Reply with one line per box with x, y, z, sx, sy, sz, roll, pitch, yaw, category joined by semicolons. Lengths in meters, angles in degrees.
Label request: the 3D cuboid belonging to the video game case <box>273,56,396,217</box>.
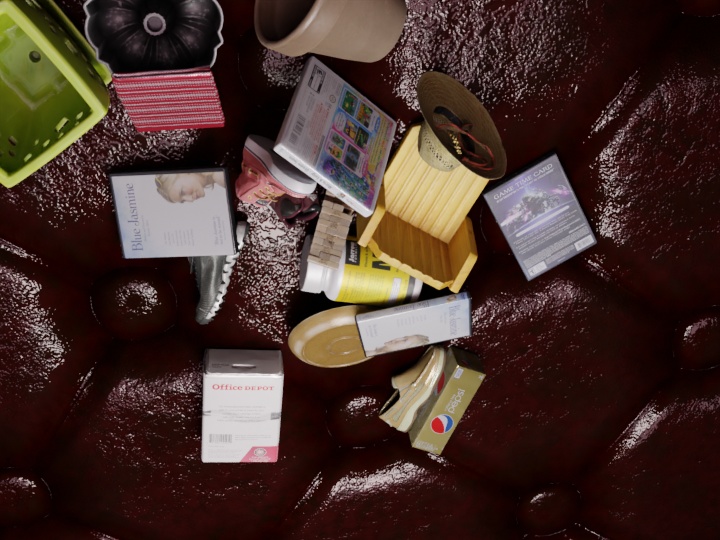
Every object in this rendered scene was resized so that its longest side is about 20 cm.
-0.033;-0.207;1.393;0.181;0.202;0.024;35;139;-24;video game case

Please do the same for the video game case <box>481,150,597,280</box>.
0.317;-0.093;1.599;0.142;0.019;0.201;-29;118;8;video game case

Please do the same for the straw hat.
0.134;-0.206;1.432;0.200;0.203;0.085;32;132;-23;straw hat

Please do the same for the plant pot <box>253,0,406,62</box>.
-0.033;-0.384;1.309;0.173;0.201;0.201;17;117;-37;plant pot

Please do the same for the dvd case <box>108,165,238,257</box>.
-0.300;-0.093;1.460;0.197;0.018;0.145;-2;110;11;dvd case

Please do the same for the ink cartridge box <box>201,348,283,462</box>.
-0.219;0.248;1.671;0.143;0.085;0.202;2;120;-9;ink cartridge box

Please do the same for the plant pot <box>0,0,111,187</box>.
-0.478;-0.275;1.286;0.199;0.182;0.200;-31;118;15;plant pot

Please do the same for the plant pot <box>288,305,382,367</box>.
-0.029;0.124;1.609;0.197;0.028;0.201;-9;149;-5;plant pot

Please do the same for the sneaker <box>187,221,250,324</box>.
-0.259;-0.006;1.540;0.089;0.067;0.202;18;111;-14;sneaker

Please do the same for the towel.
-0.280;-0.252;1.346;0.142;0.200;0.023;-5;78;-4;towel

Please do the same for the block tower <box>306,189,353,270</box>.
-0.036;-0.102;1.467;0.053;0.058;0.203;16;82;-3;block tower

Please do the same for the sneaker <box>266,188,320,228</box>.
-0.077;-0.152;1.446;0.075;0.116;0.201;9;124;-37;sneaker

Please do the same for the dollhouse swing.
0.122;-0.109;1.487;0.198;0.183;0.176;27;123;-20;dollhouse swing

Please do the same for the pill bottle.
0.000;0.000;1.548;0.197;0.115;0.116;7;118;-13;pill bottle

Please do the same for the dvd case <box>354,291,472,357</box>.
0.095;0.095;1.560;0.197;0.018;0.143;-12;149;1;dvd case

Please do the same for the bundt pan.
-0.298;-0.369;1.325;0.199;0.076;0.204;-3;120;-6;bundt pan

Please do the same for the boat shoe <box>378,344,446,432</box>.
0.093;0.217;1.711;0.075;0.072;0.202;23;114;-7;boat shoe

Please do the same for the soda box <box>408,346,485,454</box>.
0.161;0.250;1.735;0.063;0.068;0.202;19;114;-18;soda box

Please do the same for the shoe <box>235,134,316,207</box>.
-0.134;-0.134;1.408;0.071;0.200;0.092;6;113;-35;shoe
